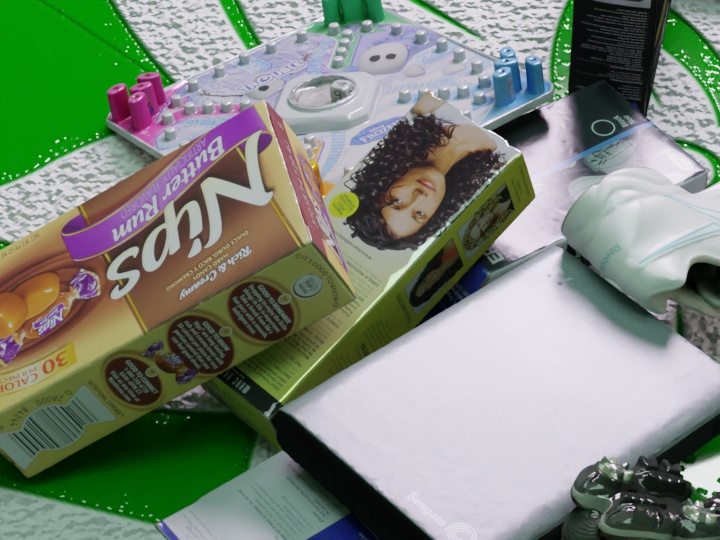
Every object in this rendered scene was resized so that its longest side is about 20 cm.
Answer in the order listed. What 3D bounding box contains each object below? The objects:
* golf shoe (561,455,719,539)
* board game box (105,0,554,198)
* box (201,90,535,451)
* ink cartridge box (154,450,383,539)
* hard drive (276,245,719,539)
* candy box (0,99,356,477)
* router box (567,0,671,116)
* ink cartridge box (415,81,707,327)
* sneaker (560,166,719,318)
[{"bbox_3d":[0.181,0.147,1.087,0.199,0.088,0.077,11,20,-21],"label":"golf shoe"},{"bbox_3d":[-0.022,-0.105,1.323,0.199,0.026,0.200,-28,35,-25],"label":"board game box"},{"bbox_3d":[0.000,0.000,1.195,0.075,0.050,0.200,35,74,30],"label":"box"},{"bbox_3d":[0.004,0.121,1.127,0.199,0.039,0.099,-27,52,-27],"label":"ink cartridge box"},{"bbox_3d":[0.077,0.074,1.126,0.200,0.033,0.139,-30,53,-32],"label":"hard drive"},{"bbox_3d":[-0.110,0.009,1.165,0.199,0.056,0.117,-29,44,10],"label":"candy box"},{"bbox_3d":[0.170,-0.218,1.358,0.052,0.157,0.201,10,58,10],"label":"router box"},{"bbox_3d":[0.090,-0.035,1.275,0.199,0.039,0.099,-26,52,-24],"label":"ink cartridge box"},{"bbox_3d":[0.202,-0.011,1.224,0.200,0.071,0.080,-7,49,-36],"label":"sneaker"}]
